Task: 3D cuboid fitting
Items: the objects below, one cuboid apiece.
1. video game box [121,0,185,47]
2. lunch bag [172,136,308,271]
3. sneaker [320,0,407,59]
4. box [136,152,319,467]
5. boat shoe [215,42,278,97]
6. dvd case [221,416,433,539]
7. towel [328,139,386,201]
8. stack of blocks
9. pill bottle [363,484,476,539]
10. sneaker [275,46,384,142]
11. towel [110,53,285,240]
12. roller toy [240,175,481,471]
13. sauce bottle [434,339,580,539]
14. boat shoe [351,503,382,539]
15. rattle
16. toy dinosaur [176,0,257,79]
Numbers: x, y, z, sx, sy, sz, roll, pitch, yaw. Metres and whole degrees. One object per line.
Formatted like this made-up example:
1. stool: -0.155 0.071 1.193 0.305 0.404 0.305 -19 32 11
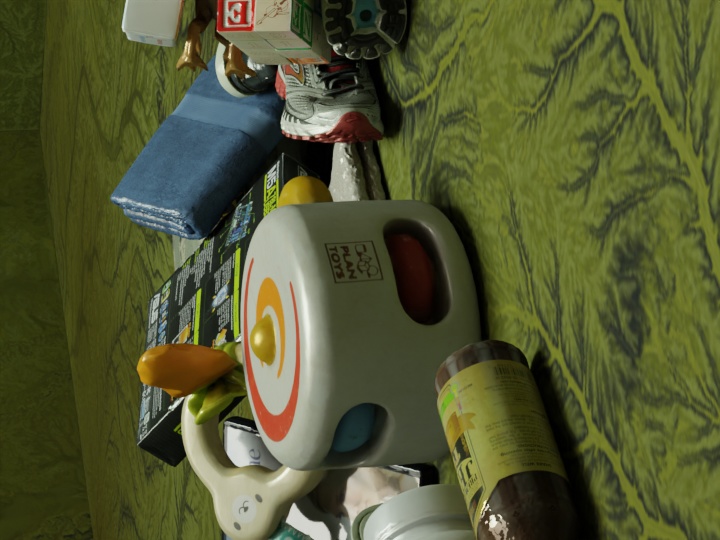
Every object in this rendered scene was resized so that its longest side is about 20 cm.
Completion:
1. video game box: -0.143 -0.273 1.670 0.182 0.047 0.201 -121 41 -85
2. lunch bag: -0.098 -0.030 1.960 0.200 0.117 0.165 123 147 -54
3. sneaker: -0.006 -0.261 1.614 0.090 0.078 0.201 -110 22 -60
4. box: -0.105 0.030 1.771 0.193 0.047 0.200 -44 26 24
5. boat shoe: -0.065 -0.243 1.855 0.066 0.074 0.200 -4 60 47
6. dvd case: -0.028 0.198 1.668 0.199 0.018 0.143 11 106 38
7. towel: 0.000 0.000 1.724 0.133 0.034 0.201 102 160 -49
8. stack of blocks: -0.070 -0.226 1.596 0.200 0.058 0.116 31 -119 -75
9. pill bottle: 0.062 0.234 1.343 0.113 0.112 0.201 102 160 -46
10. sneaker: -0.029 -0.155 1.724 0.200 0.077 0.083 -119 31 -61
11. towel: -0.118 -0.113 1.885 0.111 0.200 0.049 16 151 39
12. roller toy: -0.008 0.042 1.517 0.182 0.139 0.201 -151 60 -68
13. sauce bottle: 0.093 0.132 1.299 0.201 0.064 0.065 -105 19 -44
14. boat shoe: 0.036 0.253 1.520 0.200 0.074 0.066 -115 14 -47
15. rattle: -0.088 0.153 1.608 0.143 0.129 0.201 5 -95 -80
16. toy dinosaur: -0.110 -0.207 1.687 0.200 0.060 0.107 47 -134 -72
